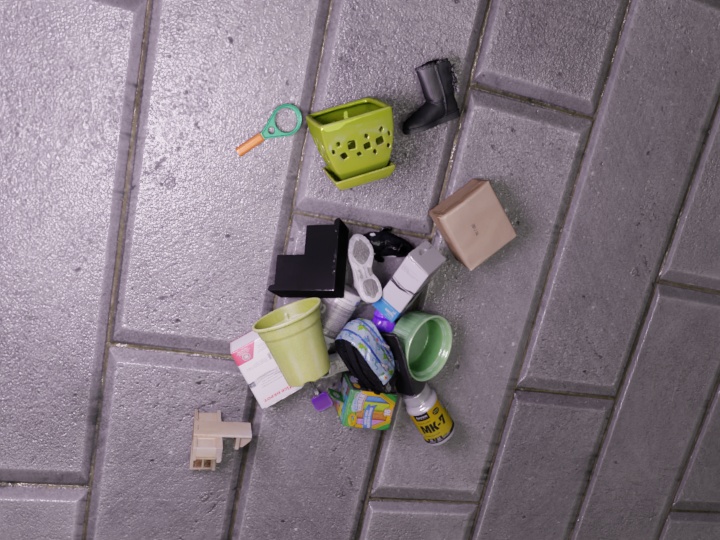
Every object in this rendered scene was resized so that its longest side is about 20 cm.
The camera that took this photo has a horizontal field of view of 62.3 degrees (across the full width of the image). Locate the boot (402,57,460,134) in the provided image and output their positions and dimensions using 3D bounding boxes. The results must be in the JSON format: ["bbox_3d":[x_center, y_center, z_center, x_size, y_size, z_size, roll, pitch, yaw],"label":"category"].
[{"bbox_3d":[0.185,-0.479,1.633,0.195,0.073,0.166,-24,114,-15],"label":"boot"}]

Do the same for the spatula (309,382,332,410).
[{"bbox_3d":[-0.147,0.346,1.817,0.056,0.021,0.203,-27,107,-6],"label":"spatula"}]

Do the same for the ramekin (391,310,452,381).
[{"bbox_3d":[0.178,0.220,1.797,0.197,0.097,0.205,-15,113,-38],"label":"ramekin"}]

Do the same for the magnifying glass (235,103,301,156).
[{"bbox_3d":[-0.243,-0.367,1.578,0.198,0.022,0.080,-35,113,-5],"label":"magnifying glass"}]

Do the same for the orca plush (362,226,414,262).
[{"bbox_3d":[0.096,-0.056,1.737,0.198,0.071,0.106,31,97,-22],"label":"orca plush"}]

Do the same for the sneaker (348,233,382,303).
[{"bbox_3d":[0.000,0.000,1.696,0.076,0.099,0.205,-7,78,-16],"label":"sneaker"}]

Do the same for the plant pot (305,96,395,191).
[{"bbox_3d":[-0.019,-0.329,1.561,0.195,0.199,0.185,-17,116,-10],"label":"plant pot"}]

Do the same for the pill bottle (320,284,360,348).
[{"bbox_3d":[-0.093,0.135,1.720,0.112,0.114,0.203,28,97,-21],"label":"pill bottle"}]

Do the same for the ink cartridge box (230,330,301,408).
[{"bbox_3d":[-0.269,0.272,1.728,0.142,0.084,0.203,-27,110,-6],"label":"ink cartridge box"}]

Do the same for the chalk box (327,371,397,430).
[{"bbox_3d":[-0.005,0.396,1.819,0.195,0.125,0.127,9,104,-16],"label":"chalk box"}]

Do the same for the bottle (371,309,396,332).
[{"bbox_3d":[0.067,0.180,1.804,0.081,0.065,0.205,0,106,-16],"label":"bottle"}]

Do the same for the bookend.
[{"bbox_3d":[-0.142,-0.031,1.651,0.195,0.092,0.204,-1,75,16],"label":"bookend"}]

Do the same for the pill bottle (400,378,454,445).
[{"bbox_3d":[0.212,0.449,1.900,0.113,0.114,0.202,-33,112,-3],"label":"pill bottle"}]

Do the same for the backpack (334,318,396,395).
[{"bbox_3d":[0.011,0.237,1.700,0.200,0.162,0.155,43,71,-27],"label":"backpack"}]

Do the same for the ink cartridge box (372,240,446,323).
[{"bbox_3d":[0.139,0.031,1.690,0.084,0.144,0.201,40,124,10],"label":"ink cartridge box"}]

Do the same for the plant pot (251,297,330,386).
[{"bbox_3d":[-0.168,0.200,1.602,0.196,0.200,0.188,-21,101,-8],"label":"plant pot"}]

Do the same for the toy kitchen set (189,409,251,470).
[{"bbox_3d":[-0.403,0.527,1.706,0.159,0.200,0.185,5,105,-16],"label":"toy kitchen set"}]

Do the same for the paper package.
[{"bbox_3d":[0.332,-0.139,1.761,0.189,0.104,0.202,-35,111,-2],"label":"paper package"}]

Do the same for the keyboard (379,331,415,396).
[{"bbox_3d":[0.096,0.272,1.749,0.020,0.126,0.204,-29,109,-37],"label":"keyboard"}]

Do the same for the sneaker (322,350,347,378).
[{"bbox_3d":[-0.075,0.285,1.774,0.195,0.099,0.077,-12,105,-21],"label":"sneaker"}]
